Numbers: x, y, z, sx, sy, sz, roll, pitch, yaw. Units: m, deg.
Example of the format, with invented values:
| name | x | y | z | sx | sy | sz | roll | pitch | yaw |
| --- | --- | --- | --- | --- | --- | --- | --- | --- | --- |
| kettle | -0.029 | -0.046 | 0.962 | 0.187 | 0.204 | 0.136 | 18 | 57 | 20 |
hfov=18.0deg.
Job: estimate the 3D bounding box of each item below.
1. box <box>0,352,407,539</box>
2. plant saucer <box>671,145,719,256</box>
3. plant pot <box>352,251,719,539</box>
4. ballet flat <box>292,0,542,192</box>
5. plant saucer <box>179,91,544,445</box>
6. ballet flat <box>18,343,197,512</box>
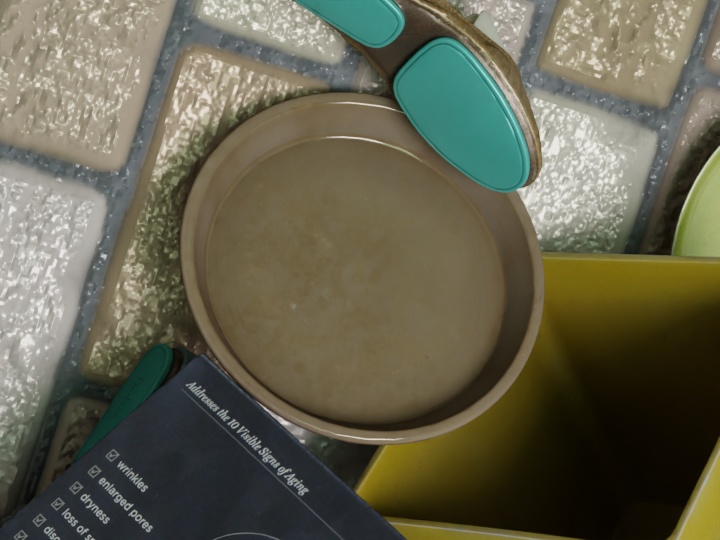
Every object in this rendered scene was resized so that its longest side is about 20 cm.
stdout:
| name | x | y | z | sx | sy | sz | roll | pitch | yaw |
| --- | --- | --- | --- | --- | --- | --- | --- | --- | --- |
| box | -0.076 | 0.183 | 1.118 | 0.197 | 0.200 | 0.124 | -42 | 140 | -10 |
| plant saucer | 0.267 | -0.011 | 1.338 | 0.200 | 0.031 | 0.200 | -5 | 105 | -19 |
| plant pot | 0.147 | 0.123 | 1.222 | 0.200 | 0.200 | 0.177 | -57 | 132 | -33 |
| ballet flat | 0.030 | -0.129 | 1.208 | 0.200 | 0.072 | 0.068 | 41 | 132 | -11 |
| plant saucer | 0.000 | 0.000 | 1.204 | 0.200 | 0.029 | 0.201 | 6 | 66 | -14 |
| ballet flat | -0.140 | 0.133 | 1.215 | 0.074 | 0.074 | 0.200 | 41 | 89 | -22 |
